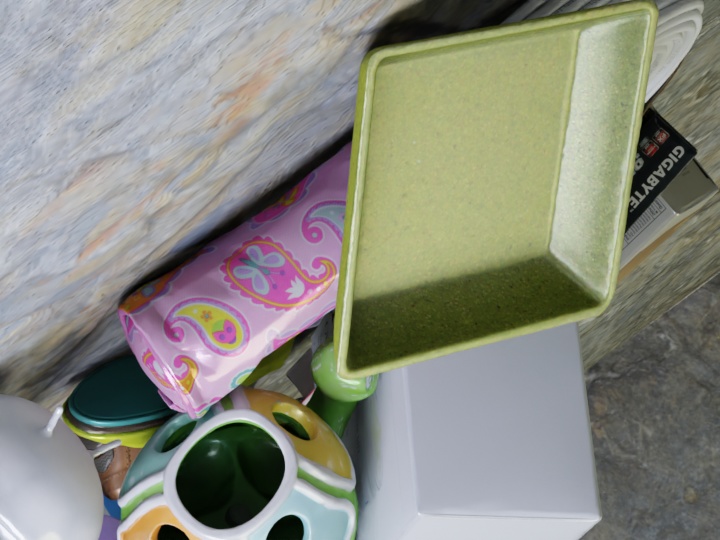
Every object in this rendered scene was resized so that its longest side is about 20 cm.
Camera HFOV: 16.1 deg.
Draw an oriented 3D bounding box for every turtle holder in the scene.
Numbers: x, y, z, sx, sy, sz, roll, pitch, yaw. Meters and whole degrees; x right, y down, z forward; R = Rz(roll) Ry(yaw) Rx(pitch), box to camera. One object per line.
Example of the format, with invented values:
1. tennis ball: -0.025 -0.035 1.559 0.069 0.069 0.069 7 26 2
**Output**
1. turtle holder: -0.056 0.131 1.504 0.185 0.141 0.132 -21 159 -8

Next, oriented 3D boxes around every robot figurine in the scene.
1. robot figurine: -0.223 0.147 1.401 0.200 0.113 0.170 -39 164 7

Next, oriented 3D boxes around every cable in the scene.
1. cable: 0.120 -0.118 1.561 0.200 0.069 0.200 -30 167 -41

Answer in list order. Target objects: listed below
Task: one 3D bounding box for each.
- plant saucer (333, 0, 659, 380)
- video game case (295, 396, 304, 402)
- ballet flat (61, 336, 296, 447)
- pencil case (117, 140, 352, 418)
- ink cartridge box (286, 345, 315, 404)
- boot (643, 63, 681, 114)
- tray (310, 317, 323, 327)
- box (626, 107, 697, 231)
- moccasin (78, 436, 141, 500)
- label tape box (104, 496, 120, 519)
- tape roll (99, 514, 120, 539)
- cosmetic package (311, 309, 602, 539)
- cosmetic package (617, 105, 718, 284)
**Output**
1. plant saucer: 0.065 -0.054 1.422 0.199 0.048 0.201 -13 123 -32
2. video game case: 0.021 0.106 1.888 0.199 0.026 0.181 -16 -170 15
3. ballet flat: -0.109 0.075 1.604 0.200 0.067 0.067 -33 144 -42
4. pencil case: -0.043 0.001 1.470 0.200 0.088 0.087 -35 170 -12
5. ink cartridge box: 0.008 0.040 1.831 0.176 0.045 0.200 -28 166 -46
6. boot: 0.167 -0.113 1.783 0.200 0.074 0.075 -47 177 32
7. tray: 0.000 0.000 1.816 0.107 0.022 0.200 -42 170 18
8. box: 0.169 -0.055 1.886 0.159 0.046 0.200 -48 -173 6
9. moccasin: -0.109 0.130 1.719 0.073 0.078 0.201 -27 163 23
10. label tape box: -0.229 0.202 1.786 0.143 0.066 0.200 -28 164 -44
11. tape roll: -0.227 0.235 1.638 0.199 0.085 0.200 -12 151 -7
12. cosmetic package: 0.054 0.094 1.593 0.122 0.200 0.200 3 154 -17
13. cosmetic package: 0.189 -0.039 2.089 0.071 0.105 0.200 -28 167 -47
